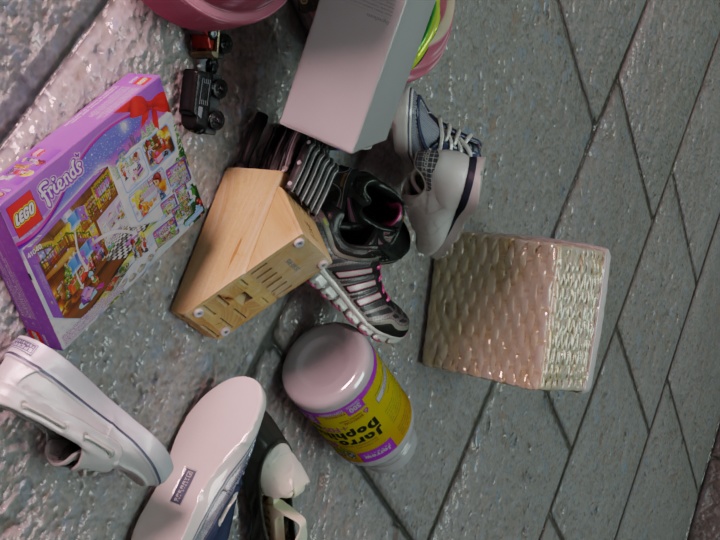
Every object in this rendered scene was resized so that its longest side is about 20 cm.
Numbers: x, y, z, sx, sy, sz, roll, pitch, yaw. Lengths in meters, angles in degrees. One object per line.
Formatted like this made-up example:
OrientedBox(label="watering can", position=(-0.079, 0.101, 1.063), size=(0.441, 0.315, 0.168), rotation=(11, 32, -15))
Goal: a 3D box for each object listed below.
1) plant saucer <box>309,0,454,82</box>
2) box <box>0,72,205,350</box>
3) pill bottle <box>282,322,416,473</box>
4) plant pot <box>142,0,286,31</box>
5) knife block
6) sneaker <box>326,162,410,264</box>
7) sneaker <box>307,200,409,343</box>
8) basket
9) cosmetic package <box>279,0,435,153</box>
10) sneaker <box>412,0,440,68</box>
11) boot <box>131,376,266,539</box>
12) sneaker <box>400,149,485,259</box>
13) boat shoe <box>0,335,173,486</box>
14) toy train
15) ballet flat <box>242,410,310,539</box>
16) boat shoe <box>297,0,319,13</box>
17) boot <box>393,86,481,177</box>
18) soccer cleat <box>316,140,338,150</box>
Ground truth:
OrientedBox(label="plant saucer", position=(0.029, -0.298, 1.193), size=(0.199, 0.051, 0.203), rotation=(12, 72, -38))
OrientedBox(label="box", position=(-0.214, -0.052, 0.931), size=(0.200, 0.039, 0.138), rotation=(-50, 138, -41))
OrientedBox(label="pill bottle", position=(-0.003, 0.150, 1.271), size=(0.105, 0.103, 0.200), rotation=(-65, 145, -25))
OrientedBox(label="plant pot", position=(-0.083, -0.303, 0.917), size=(0.199, 0.178, 0.203), rotation=(-3, 95, -46))
OrientedBox(label="knife block", position=(-0.107, -0.057, 1.104), size=(0.199, 0.176, 0.064), rotation=(-34, 143, 9))
OrientedBox(label="sneaker", position=(0.016, -0.055, 1.269), size=(0.200, 0.086, 0.081), rotation=(33, 71, -58))
OrientedBox(label="sneaker", position=(0.000, 0.000, 1.205), size=(0.087, 0.074, 0.200), rotation=(-44, 121, 5))
OrientedBox(label="basket", position=(0.201, 0.053, 1.505), size=(0.160, 0.196, 0.203), rotation=(4, 95, -55))
OrientedBox(label="cosmetic package", position=(0.008, -0.215, 1.031), size=(0.202, 0.080, 0.113), rotation=(-68, 168, 17))
OrientedBox(label="sneaker", position=(0.032, -0.287, 1.123), size=(0.083, 0.074, 0.203), rotation=(4, 75, -20))
OrientedBox(label="boot", position=(-0.143, 0.204, 1.096), size=(0.201, 0.072, 0.091), rotation=(-59, 150, -20))
OrientedBox(label="sneaker", position=(0.082, -0.079, 1.294), size=(0.200, 0.079, 0.077), rotation=(110, -10, -62))
OrientedBox(label="boat shoe", position=(-0.230, 0.133, 0.933), size=(0.200, 0.073, 0.066), rotation=(51, 59, -39))
OrientedBox(label="toy train", position=(-0.138, -0.224, 1.026), size=(0.046, 0.034, 0.203), rotation=(3, 94, -49))
OrientedBox(label="ballet flat", position=(-0.084, 0.237, 1.191), size=(0.068, 0.068, 0.202), rotation=(-32, 123, -51))
OrientedBox(label="boat shoe", position=(-0.069, -0.342, 1.071), size=(0.072, 0.060, 0.203), rotation=(-114, 179, -70))
OrientedBox(label="boot", position=(0.091, -0.150, 1.305), size=(0.200, 0.089, 0.074), rotation=(58, 36, -70))
OrientedBox(label="soccer cleat", position=(0.008, -0.206, 1.243), size=(0.073, 0.067, 0.202), rotation=(54, 49, -55))
